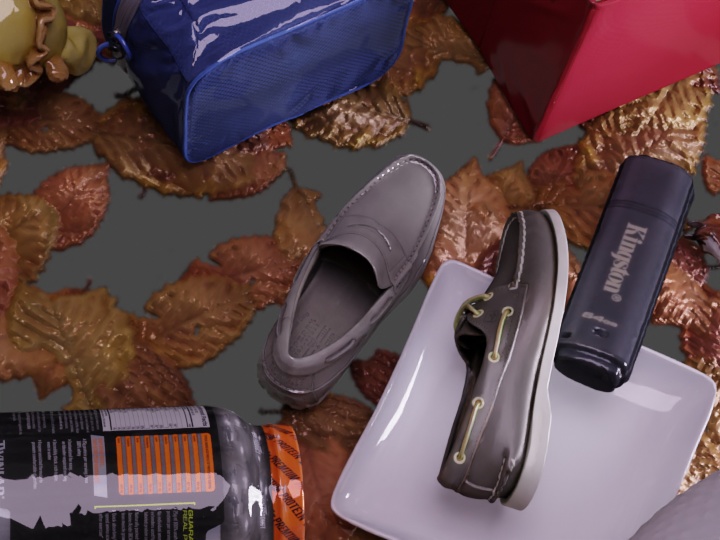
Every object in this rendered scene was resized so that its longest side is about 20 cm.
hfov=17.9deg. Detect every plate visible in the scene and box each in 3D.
[{"bbox_3d":[0.105,0.115,1.459,0.200,0.032,0.200,24,61,3],"label":"plate"}]

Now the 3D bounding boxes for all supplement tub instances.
[{"bbox_3d":[-0.138,0.142,1.353,0.200,0.123,0.123,-1,64,-10],"label":"supplement tub"}]

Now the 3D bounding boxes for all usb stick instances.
[{"bbox_3d":[0.174,-0.002,1.506,0.055,0.033,0.200,24,49,2],"label":"usb stick"}]

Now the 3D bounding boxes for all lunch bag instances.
[{"bbox_3d":[-0.081,-0.175,1.514,0.200,0.136,0.132,-25,70,-19],"label":"lunch bag"}]

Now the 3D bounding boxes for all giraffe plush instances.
[{"bbox_3d":[-0.244,-0.195,1.498,0.173,0.200,0.162,-16,96,-20],"label":"giraffe plush"}]

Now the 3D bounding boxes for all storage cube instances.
[{"bbox_3d":[0.167,-0.224,1.557,0.200,0.180,0.171,-24,70,-21],"label":"storage cube"}]

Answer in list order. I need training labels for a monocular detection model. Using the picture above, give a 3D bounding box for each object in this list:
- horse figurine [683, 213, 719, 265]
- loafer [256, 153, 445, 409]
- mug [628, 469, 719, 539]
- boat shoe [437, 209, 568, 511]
[{"bbox_3d":[0.337,-0.023,1.552,0.200,0.050,0.133,-30,55,-13],"label":"horse figurine"},{"bbox_3d":[0.000,0.000,1.477,0.070,0.070,0.200,27,62,4],"label":"loafer"},{"bbox_3d":[0.245,0.214,1.361,0.175,0.148,0.200,-23,75,-27],"label":"mug"},{"bbox_3d":[0.089,0.048,1.432,0.060,0.072,0.202,12,65,-9],"label":"boat shoe"}]
